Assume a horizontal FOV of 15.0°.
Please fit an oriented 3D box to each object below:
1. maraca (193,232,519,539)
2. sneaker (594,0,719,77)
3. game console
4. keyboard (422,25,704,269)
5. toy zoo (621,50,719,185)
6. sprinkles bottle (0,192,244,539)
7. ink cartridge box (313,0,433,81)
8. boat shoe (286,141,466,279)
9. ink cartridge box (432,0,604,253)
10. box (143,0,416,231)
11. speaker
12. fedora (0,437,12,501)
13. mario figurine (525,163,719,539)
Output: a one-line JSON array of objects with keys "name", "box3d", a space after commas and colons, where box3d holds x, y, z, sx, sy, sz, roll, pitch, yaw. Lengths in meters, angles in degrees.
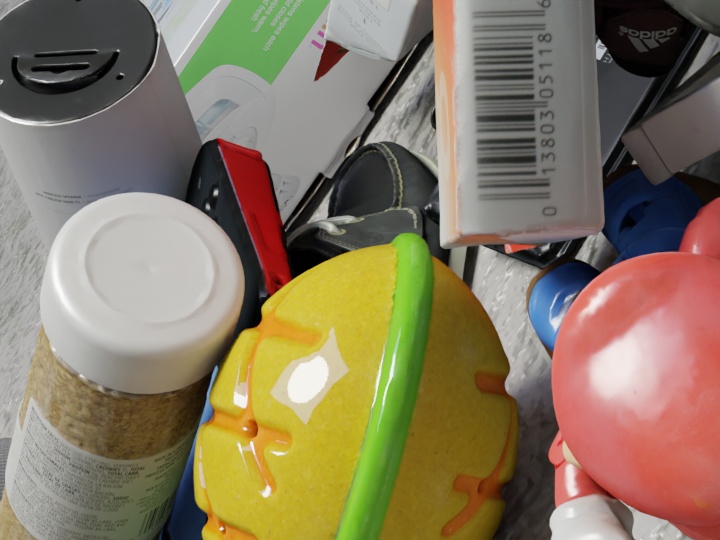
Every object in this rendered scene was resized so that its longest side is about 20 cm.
[{"name": "maraca", "box3d": [-0.008, 0.080, 0.942, 0.137, 0.107, 0.200, -80, 7, -61]}, {"name": "sneaker", "box3d": [0.102, -0.096, 0.845, 0.200, 0.076, 0.116, -100, 11, -53]}, {"name": "game console", "box3d": [-0.062, 0.063, 1.083, 0.177, 0.031, 0.200, -104, 24, -66]}, {"name": "keyboard", "box3d": [0.100, -0.092, 1.069, 0.104, 0.040, 0.200, 26, 81, 47]}, {"name": "toy zoo", "box3d": [0.161, -0.086, 0.832, 0.131, 0.020, 0.200, -38, 5, -38]}, {"name": "sprinkles bottle", "box3d": [-0.092, 0.054, 1.001, 0.200, 0.068, 0.068, 111, 177, -54]}, {"name": "ink cartridge box", "box3d": [0.058, -0.145, 1.148, 0.163, 0.057, 0.200, -42, -11, -13]}, {"name": "boat shoe", "box3d": [0.000, 0.000, 1.096, 0.072, 0.068, 0.200, -48, 20, 27]}, {"name": "ink cartridge box", "box3d": [0.039, -0.087, 0.888, 0.200, 0.050, 0.162, 166, 103, -83]}, {"name": "box", "box3d": [-0.058, -0.102, 1.347, 0.200, 0.097, 0.176, -54, 18, 5]}, {"name": "speaker", "box3d": [-0.100, -0.028, 1.175, 0.081, 0.200, 0.081, -8, 50, 9]}, {"name": "fedora", "box3d": [-0.169, 0.142, 1.189, 0.090, 0.177, 0.200, -34, -16, -40]}, {"name": "mario figurine", "box3d": [0.105, 0.035, 0.820, 0.200, 0.106, 0.124, -94, 4, -75]}]
